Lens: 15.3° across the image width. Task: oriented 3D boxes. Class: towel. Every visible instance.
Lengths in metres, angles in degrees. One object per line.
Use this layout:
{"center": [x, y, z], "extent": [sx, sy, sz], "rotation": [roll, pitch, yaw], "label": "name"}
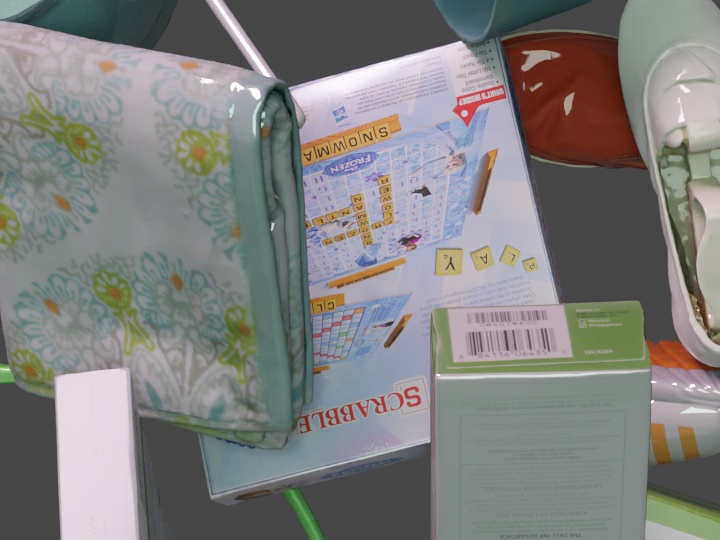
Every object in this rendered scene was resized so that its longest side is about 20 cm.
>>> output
{"center": [-0.107, -0.015, 1.310], "extent": [0.170, 0.048, 0.201], "rotation": [11, 121, 24], "label": "towel"}

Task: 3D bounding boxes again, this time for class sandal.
{"center": [0.127, 0.072, 1.409], "extent": [0.205, 0.079, 0.060], "rotation": [4, 105, 11], "label": "sandal"}

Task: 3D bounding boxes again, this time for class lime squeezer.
{"center": [-0.096, 0.073, 1.425], "extent": [0.199, 0.038, 0.071], "rotation": [27, 90, -1], "label": "lime squeezer"}

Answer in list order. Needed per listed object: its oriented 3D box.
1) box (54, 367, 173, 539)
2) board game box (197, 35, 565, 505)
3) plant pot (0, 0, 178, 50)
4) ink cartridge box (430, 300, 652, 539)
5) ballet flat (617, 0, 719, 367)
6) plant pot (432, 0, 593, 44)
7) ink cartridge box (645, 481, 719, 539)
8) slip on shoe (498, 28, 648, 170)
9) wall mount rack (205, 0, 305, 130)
{"center": [-0.115, 0.164, 1.321], "extent": [0.041, 0.200, 0.157], "rotation": [-6, 60, 1], "label": "box"}
{"center": [0.000, 0.000, 1.380], "extent": [0.198, 0.041, 0.201], "rotation": [-14, 78, 9], "label": "board game box"}
{"center": [-0.192, -0.178, 1.375], "extent": [0.198, 0.134, 0.202], "rotation": [0, 90, 0], "label": "plant pot"}
{"center": [0.086, 0.114, 1.320], "extent": [0.103, 0.059, 0.201], "rotation": [-2, 123, 0], "label": "ink cartridge box"}
{"center": [0.175, -0.048, 1.350], "extent": [0.069, 0.069, 0.202], "rotation": [-10, 96, 0], "label": "ballet flat"}
{"center": [0.109, -0.229, 1.349], "extent": [0.160, 0.201, 0.202], "rotation": [-14, 91, -11], "label": "plant pot"}
{"center": [0.101, 0.203, 1.408], "extent": [0.147, 0.076, 0.201], "rotation": [18, 92, 0], "label": "ink cartridge box"}
{"center": [0.148, -0.082, 1.411], "extent": [0.198, 0.061, 0.075], "rotation": [14, 92, 1], "label": "slip on shoe"}
{"center": [-0.037, -0.176, 1.282], "extent": [0.200, 0.075, 0.174], "rotation": [-37, 102, 3], "label": "wall mount rack"}
